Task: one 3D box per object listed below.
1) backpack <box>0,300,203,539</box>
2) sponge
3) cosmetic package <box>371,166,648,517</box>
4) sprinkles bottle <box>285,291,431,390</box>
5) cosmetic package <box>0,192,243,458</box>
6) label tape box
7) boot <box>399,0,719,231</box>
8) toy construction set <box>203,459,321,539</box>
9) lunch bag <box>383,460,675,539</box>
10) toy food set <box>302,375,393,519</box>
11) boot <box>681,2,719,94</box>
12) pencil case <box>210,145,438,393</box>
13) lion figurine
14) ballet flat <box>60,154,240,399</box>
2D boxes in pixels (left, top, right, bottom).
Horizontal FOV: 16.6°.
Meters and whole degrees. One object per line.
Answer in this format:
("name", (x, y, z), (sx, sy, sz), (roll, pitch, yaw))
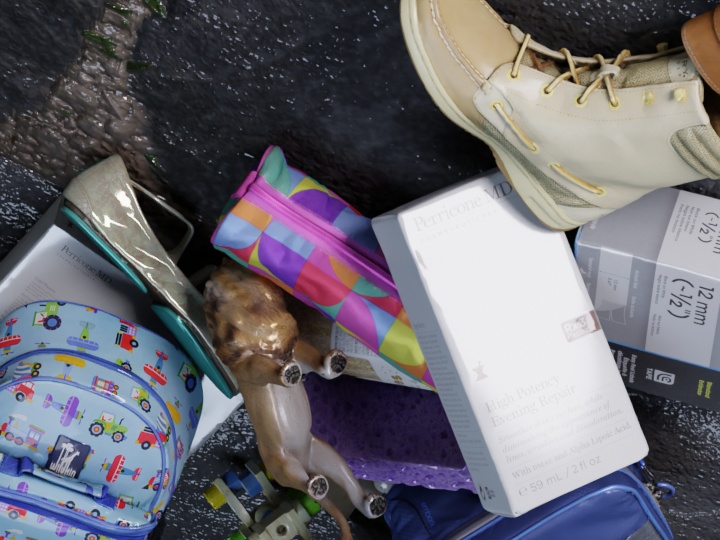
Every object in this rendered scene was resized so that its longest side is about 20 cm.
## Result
("backpack", (-0.209, 0.130, 1.755), (0.182, 0.135, 0.201), (24, 122, -11))
("sponge", (0.048, 0.100, 1.729), (0.199, 0.112, 0.030), (5, 140, 25))
("cosmetic package", (0.092, 0.041, 1.537), (0.201, 0.101, 0.074), (67, 166, -3))
("sprinkles bottle", (0.016, 0.044, 1.713), (0.199, 0.069, 0.068), (8, 143, 21))
("cosmetic package", (-0.186, 0.058, 1.817), (0.200, 0.052, 0.151), (37, 119, -19))
("label tape box", (0.234, 0.027, 1.560), (0.199, 0.066, 0.144), (17, 146, 13))
("boot", (0.129, -0.112, 1.428), (0.155, 0.073, 0.200), (-14, 127, 39))
("toy construction set", (-0.034, 0.241, 1.972), (0.200, 0.092, 0.131), (41, 176, -26))
("lunch bag", (0.129, 0.193, 1.733), (0.199, 0.133, 0.136), (-31, 129, 7))
("toy food set", (0.037, 0.143, 1.842), (0.199, 0.061, 0.144), (-3, 138, 33))
("boot", (0.235, -0.146, 1.319), (0.154, 0.074, 0.200), (-5, 134, 42))
("pencil case", (0.000, 0.000, 1.623), (0.199, 0.089, 0.089), (31, 147, 7))
("lion figurine", (-0.052, 0.092, 1.674), (0.122, 0.072, 0.201), (18, 121, 54))
("ballet flat", (-0.128, 0.003, 1.730), (0.200, 0.062, 0.067), (51, 170, -21))
